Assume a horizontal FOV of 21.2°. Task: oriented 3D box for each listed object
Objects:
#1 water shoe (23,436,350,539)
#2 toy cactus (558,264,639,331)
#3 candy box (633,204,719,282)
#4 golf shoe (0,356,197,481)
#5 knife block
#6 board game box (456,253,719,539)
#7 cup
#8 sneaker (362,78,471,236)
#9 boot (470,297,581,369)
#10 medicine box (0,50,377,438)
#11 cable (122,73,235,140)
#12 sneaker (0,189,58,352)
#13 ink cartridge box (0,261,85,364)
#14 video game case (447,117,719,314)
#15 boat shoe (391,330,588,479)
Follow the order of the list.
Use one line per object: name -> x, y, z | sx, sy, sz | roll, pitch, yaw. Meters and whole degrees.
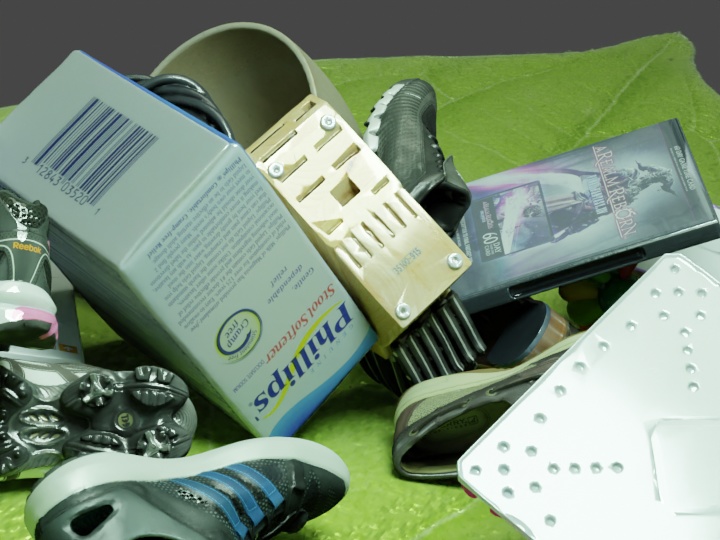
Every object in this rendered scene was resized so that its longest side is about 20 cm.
water shoe -> -0.082, 0.140, 1.010 | 0.199, 0.072, 0.079 | -1, 50, -39
toy cactus -> 0.214, 0.033, 1.402 | 0.165, 0.102, 0.200 | 50, -5, 35
candy box -> 0.278, -0.013, 1.564 | 0.167, 0.072, 0.200 | 21, 1, 24
golf shoe -> -0.192, 0.086, 1.083 | 0.199, 0.078, 0.094 | 7, -7, -1
knife block -> 0.000, 0.000, 1.250 | 0.200, 0.064, 0.176 | 48, -18, 2
board game box -> 0.187, 0.112, 1.056 | 0.200, 0.026, 0.200 | 39, 63, 18
cup -> -0.069, -0.065, 1.438 | 0.200, 0.201, 0.143 | 29, 2, 41
sneaker -> 0.041, -0.062, 1.366 | 0.090, 0.067, 0.201 | -1, 44, 22
boot -> 0.129, 0.062, 1.385 | 0.097, 0.075, 0.200 | 36, 2, -14
medicine box -> -0.114, -0.012, 1.188 | 0.182, 0.103, 0.200 | 32, -16, 44
cable -> -0.187, -0.067, 1.384 | 0.199, 0.164, 0.051 | 3, -18, 29
sneaker -> -0.215, -0.002, 1.064 | 0.080, 0.087, 0.200 | 12, -9, -36
ink cartridge box -> -0.279, 0.025, 1.226 | 0.197, 0.047, 0.200 | 6, 18, -14
video game case -> 0.141, -0.037, 1.346 | 0.199, 0.019, 0.143 | -18, 33, 8
boat shoe -> 0.112, 0.090, 1.176 | 0.199, 0.073, 0.065 | -19, 29, 23
